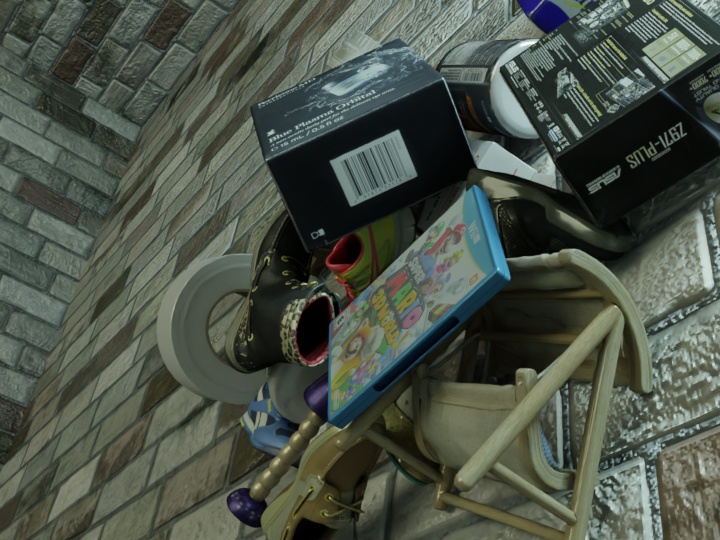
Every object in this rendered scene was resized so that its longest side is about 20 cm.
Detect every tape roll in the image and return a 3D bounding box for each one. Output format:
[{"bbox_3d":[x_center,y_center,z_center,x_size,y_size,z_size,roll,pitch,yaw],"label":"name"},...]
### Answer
[{"bbox_3d":[-0.167,0.077,1.226,0.071,0.202,0.203,-6,57,63],"label":"tape roll"}]

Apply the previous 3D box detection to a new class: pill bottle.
[{"bbox_3d":[-0.066,0.089,1.116,0.113,0.113,0.200,-53,25,15],"label":"pill bottle"},{"bbox_3d":[0.149,-0.209,1.040,0.106,0.106,0.200,-60,23,1],"label":"pill bottle"}]

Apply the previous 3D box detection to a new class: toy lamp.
[{"bbox_3d":[-0.070,0.187,0.982,0.200,0.058,0.058,-53,24,11],"label":"toy lamp"}]

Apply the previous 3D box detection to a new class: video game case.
[{"bbox_3d":[0.042,0.029,0.786,0.200,0.018,0.143,-44,23,23],"label":"video game case"}]

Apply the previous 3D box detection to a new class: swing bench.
[{"bbox_3d":[0.113,0.097,0.741,0.200,0.130,0.199,-61,22,-15],"label":"swing bench"}]

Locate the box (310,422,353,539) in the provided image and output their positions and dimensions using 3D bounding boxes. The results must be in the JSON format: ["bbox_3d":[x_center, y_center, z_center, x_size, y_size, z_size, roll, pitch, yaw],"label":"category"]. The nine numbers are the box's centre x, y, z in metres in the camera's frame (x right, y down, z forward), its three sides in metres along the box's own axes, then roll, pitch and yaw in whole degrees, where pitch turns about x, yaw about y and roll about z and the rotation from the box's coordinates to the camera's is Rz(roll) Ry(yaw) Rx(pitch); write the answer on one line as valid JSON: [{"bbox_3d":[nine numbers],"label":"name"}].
[{"bbox_3d":[-0.033,0.240,0.971,0.039,0.041,0.200,-45,28,30],"label":"box"}]

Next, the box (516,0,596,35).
[{"bbox_3d":[0.262,-0.349,0.978,0.200,0.105,0.184,-49,25,26],"label":"box"}]

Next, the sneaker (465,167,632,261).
[{"bbox_3d":[0.163,-0.021,0.847,0.199,0.076,0.114,27,110,50],"label":"sneaker"}]

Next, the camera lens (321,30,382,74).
[{"bbox_3d":[-0.001,-0.210,1.274,0.200,0.160,0.160,-55,24,11],"label":"camera lens"}]

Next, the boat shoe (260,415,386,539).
[{"bbox_3d":[-0.027,0.212,0.854,0.200,0.074,0.066,-59,42,35],"label":"boat shoe"}]

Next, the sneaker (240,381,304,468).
[{"bbox_3d":[-0.091,0.184,1.112,0.082,0.074,0.200,-58,24,-2],"label":"sneaker"}]

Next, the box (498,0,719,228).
[{"bbox_3d":[0.228,-0.155,0.791,0.164,0.086,0.200,-34,31,14],"label":"box"}]

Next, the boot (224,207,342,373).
[{"bbox_3d":[-0.065,0.017,0.991,0.154,0.073,0.204,-7,59,56],"label":"boot"}]

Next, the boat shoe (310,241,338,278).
[{"bbox_3d":[-0.095,0.005,1.343,0.202,0.075,0.075,-49,11,11],"label":"boat shoe"}]

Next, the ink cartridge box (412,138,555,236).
[{"bbox_3d":[0.115,-0.082,1.009,0.116,0.068,0.200,-61,24,-1],"label":"ink cartridge box"}]

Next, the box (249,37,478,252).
[{"bbox_3d":[-0.004,-0.143,0.988,0.196,0.118,0.200,-25,27,0],"label":"box"}]

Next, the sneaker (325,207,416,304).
[{"bbox_3d":[0.000,0.000,1.047,0.078,0.090,0.200,-122,32,-48],"label":"sneaker"}]

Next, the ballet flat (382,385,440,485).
[{"bbox_3d":[0.046,0.131,0.905,0.071,0.071,0.200,-55,22,12],"label":"ballet flat"}]
